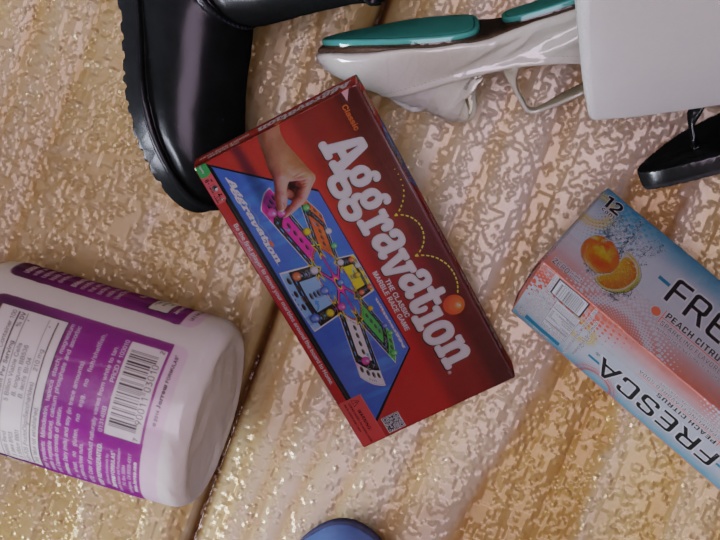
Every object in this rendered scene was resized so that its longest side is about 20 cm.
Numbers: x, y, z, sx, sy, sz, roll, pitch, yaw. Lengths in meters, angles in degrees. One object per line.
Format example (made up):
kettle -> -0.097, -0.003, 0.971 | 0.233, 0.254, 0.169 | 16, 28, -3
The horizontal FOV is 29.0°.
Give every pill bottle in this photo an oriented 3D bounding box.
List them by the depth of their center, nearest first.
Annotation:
pill bottle -> -0.177, 0.059, 0.815 | 0.198, 0.112, 0.114 | 15, 98, 9

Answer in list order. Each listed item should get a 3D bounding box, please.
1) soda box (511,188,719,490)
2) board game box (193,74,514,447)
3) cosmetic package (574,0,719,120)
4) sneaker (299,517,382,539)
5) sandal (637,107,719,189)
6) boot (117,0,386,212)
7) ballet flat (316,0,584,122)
soda box -> 0.181, 0.051, 0.751 | 0.200, 0.064, 0.068 | 42, 63, 9
board game box -> 0.000, 0.000, 0.787 | 0.102, 0.019, 0.201 | -26, 113, 11
cosmetic package -> 0.178, -0.205, 0.662 | 0.164, 0.168, 0.203 | -6, 71, 9
sneaker -> -0.053, 0.235, 0.826 | 0.074, 0.082, 0.201 | 39, 99, 6
sandal -> 0.232, -0.105, 0.743 | 0.199, 0.075, 0.048 | -28, 102, 3
boot -> -0.055, -0.144, 0.768 | 0.161, 0.073, 0.201 | -12, 88, 33
ballet flat -> 0.075, -0.116, 0.779 | 0.197, 0.069, 0.070 | -10, 94, 9
